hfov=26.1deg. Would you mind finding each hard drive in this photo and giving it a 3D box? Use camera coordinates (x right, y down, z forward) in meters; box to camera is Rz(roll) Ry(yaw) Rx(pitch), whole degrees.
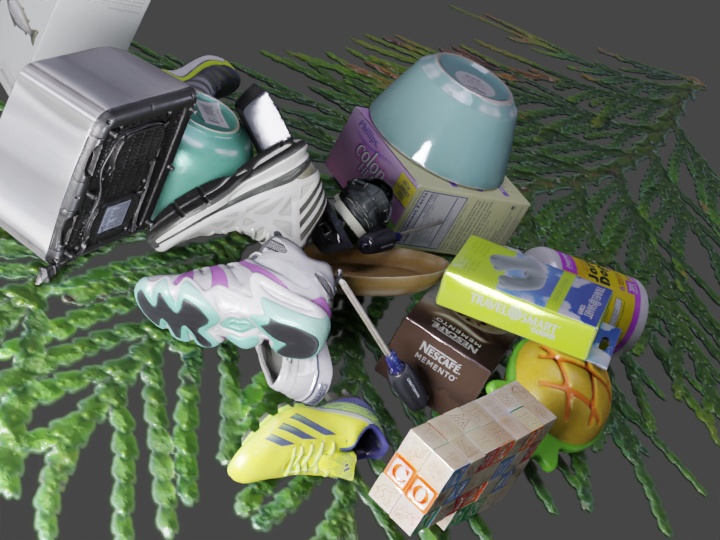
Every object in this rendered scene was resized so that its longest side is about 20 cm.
[{"bbox_3d":[-0.079,-0.114,1.764,0.201,0.042,0.135,61,-4,-15],"label":"hard drive"}]

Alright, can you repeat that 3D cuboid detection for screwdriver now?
[{"bbox_3d":[0.052,-0.040,1.823,0.028,0.029,0.200,-2,3,30],"label":"screwdriver"},{"bbox_3d":[0.025,0.073,1.570,0.028,0.029,0.201,-105,172,-49],"label":"screwdriver"}]

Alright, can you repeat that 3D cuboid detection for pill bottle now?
[{"bbox_3d":[0.251,0.033,1.926,0.199,0.105,0.105,18,29,-24],"label":"pill bottle"}]

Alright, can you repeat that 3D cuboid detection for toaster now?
[{"bbox_3d":[-0.277,-0.112,1.558,0.118,0.182,0.200,32,27,15],"label":"toaster"}]

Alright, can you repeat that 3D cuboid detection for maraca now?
[{"bbox_3d":[0.205,0.142,1.695,0.137,0.107,0.200,51,39,5],"label":"maraca"}]

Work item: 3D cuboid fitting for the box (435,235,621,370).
[{"bbox_3d":[0.193,0.033,1.714,0.199,0.048,0.122,21,25,10],"label":"box"}]

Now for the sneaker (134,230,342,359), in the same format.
[{"bbox_3d":[-0.115,0.008,1.550,0.198,0.078,0.141,14,49,7],"label":"sneaker"}]

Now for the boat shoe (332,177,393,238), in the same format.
[{"bbox_3d":[0.010,-0.080,1.848,0.075,0.066,0.199,51,4,3],"label":"boat shoe"}]

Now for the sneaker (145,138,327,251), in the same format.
[{"bbox_3d":[-0.123,-0.046,1.669,0.116,0.199,0.076,63,-6,-21],"label":"sneaker"}]

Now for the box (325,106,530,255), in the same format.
[{"bbox_3d":[0.087,-0.111,2.014,0.199,0.097,0.176,7,35,-40],"label":"box"}]

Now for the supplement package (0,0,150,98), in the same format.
[{"bbox_3d":[-0.334,-0.297,1.784,0.117,0.201,0.117,4,37,-42],"label":"supplement package"}]

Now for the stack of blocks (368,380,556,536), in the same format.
[{"bbox_3d":[0.095,0.188,1.492,0.059,0.116,0.199,42,30,22],"label":"stack of blocks"}]

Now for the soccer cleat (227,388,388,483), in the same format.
[{"bbox_3d":[-0.043,0.166,1.448,0.084,0.065,0.200,48,32,19],"label":"soccer cleat"}]

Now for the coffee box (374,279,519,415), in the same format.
[{"bbox_3d":[0.108,0.076,1.734,0.113,0.080,0.200,33,27,6],"label":"coffee box"}]

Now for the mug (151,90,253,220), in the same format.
[{"bbox_3d":[-0.209,-0.142,1.743,0.184,0.115,0.152,34,27,6],"label":"mug"}]

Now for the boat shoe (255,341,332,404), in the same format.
[{"bbox_3d":[-0.082,0.051,1.590,0.065,0.074,0.201,18,28,-31],"label":"boat shoe"}]

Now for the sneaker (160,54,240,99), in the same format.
[{"bbox_3d":[-0.209,-0.208,1.923,0.081,0.074,0.200,46,36,11],"label":"sneaker"}]

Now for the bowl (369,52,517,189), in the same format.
[{"bbox_3d":[0.121,-0.205,1.987,0.200,0.105,0.201,23,27,-12],"label":"bowl"}]

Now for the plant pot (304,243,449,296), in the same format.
[{"bbox_3d":[0.000,0.000,1.729,0.198,0.028,0.200,3,12,-1],"label":"plant pot"}]
